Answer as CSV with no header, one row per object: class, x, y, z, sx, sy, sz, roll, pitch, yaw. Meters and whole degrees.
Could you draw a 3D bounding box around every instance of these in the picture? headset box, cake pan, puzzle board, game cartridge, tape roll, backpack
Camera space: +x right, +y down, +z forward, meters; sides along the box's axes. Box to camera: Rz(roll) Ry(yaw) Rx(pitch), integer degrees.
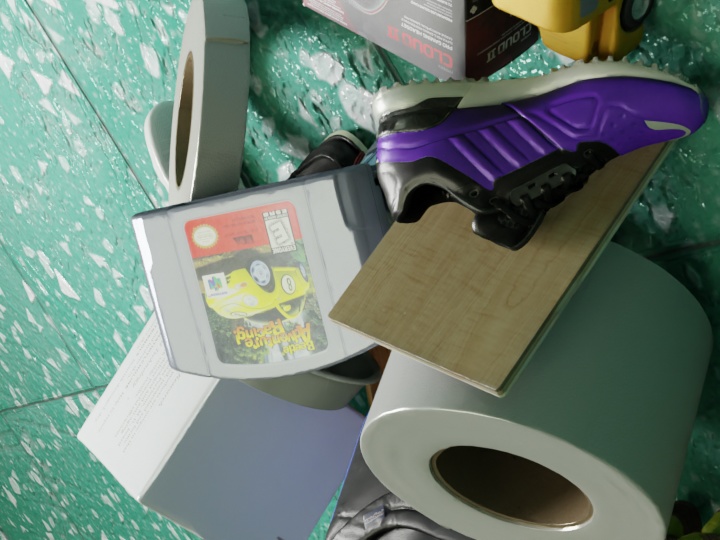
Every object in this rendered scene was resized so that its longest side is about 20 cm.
headset box,0.033,-0.214,0.866,0.148,0.075,0.201,34,146,31
cake pan,-0.078,0.053,1.154,0.200,0.200,0.037,34,102,32
puzzle board,0.087,-0.026,0.872,0.150,0.201,0.017,20,158,46
game cartridge,-0.065,0.008,1.007,0.198,0.041,0.134,-10,102,30
tape roll,-0.120,-0.115,1.118,0.203,0.037,0.205,-175,90,-77
backpack,0.102,0.182,1.100,0.199,0.164,0.167,-6,149,42
tape roll,0.114,0.081,0.923,0.201,0.140,0.203,17,152,9

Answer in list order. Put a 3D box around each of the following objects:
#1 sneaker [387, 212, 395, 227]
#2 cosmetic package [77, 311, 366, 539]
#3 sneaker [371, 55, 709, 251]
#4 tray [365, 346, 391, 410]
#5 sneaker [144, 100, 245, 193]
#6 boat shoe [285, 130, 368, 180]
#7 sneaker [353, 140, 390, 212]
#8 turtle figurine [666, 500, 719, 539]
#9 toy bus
sneaker,0.000,-0.001,1.108,0.111,0.198,0.078,53,-150,-73
cosmetic package,-0.127,0.148,1.314,0.167,0.167,0.200,36,173,-29
sneaker,0.103,-0.061,0.834,0.198,0.101,0.070,-4,166,20
tray,0.047,0.095,1.221,0.098,0.037,0.201,29,144,37
sneaker,-0.143,-0.050,1.306,0.201,0.073,0.112,54,150,-3
boat shoe,-0.039,-0.044,1.174,0.074,0.063,0.201,52,150,7
sneaker,0.074,-0.029,0.983,0.199,0.095,0.080,34,145,33
turtle figurine,0.192,0.204,0.972,0.200,0.161,0.065,-35,80,46
toy bus,0.111,-0.200,0.762,0.065,0.078,0.201,31,144,35
